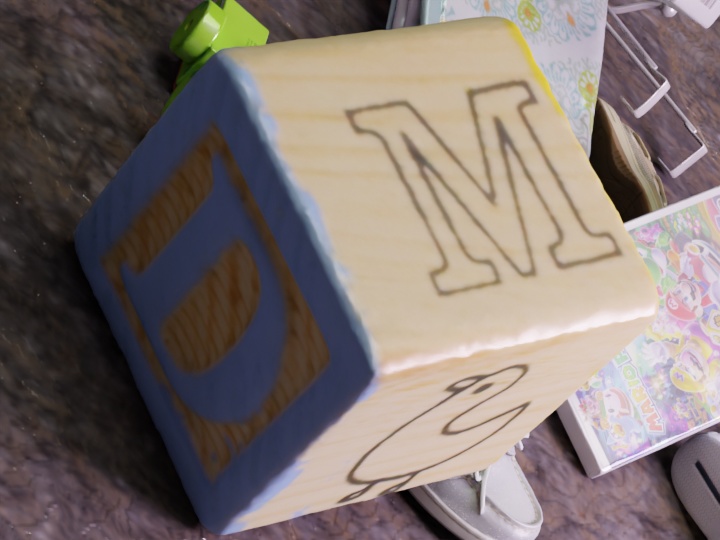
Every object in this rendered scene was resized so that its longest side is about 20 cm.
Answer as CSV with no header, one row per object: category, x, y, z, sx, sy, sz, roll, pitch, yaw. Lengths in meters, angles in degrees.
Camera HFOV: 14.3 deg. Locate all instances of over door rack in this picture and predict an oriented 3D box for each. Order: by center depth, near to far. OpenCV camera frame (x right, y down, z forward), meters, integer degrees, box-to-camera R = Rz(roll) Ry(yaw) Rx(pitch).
over door rack,0.199,-0.183,2.087,0.200,0.067,0.148,67,10,24

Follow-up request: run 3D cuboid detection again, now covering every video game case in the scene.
video game case,0.194,0.036,1.852,0.200,0.018,0.143,-21,82,-34

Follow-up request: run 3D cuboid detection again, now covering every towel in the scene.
towel,0.094,-0.152,1.929,0.171,0.048,0.200,29,58,-32

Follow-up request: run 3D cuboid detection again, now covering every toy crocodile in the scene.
toy crocodile,-0.086,-0.098,1.678,0.067,0.062,0.200,38,29,-22

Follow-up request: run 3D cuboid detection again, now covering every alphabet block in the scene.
alphabet block,0.000,0.000,1.509,0.200,0.195,0.197,-11,68,-38

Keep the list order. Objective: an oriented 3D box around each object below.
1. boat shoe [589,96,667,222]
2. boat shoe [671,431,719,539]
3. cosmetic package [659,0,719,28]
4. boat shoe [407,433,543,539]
boat shoe,0.184,-0.035,1.957,0.065,0.072,0.200,27,34,-37
boat shoe,0.273,0.188,1.838,0.071,0.072,0.200,7,50,-45
cosmetic package,0.169,-0.252,1.976,0.200,0.074,0.102,36,6,19
boat shoe,0.047,0.074,1.660,0.074,0.065,0.202,-10,66,-57
